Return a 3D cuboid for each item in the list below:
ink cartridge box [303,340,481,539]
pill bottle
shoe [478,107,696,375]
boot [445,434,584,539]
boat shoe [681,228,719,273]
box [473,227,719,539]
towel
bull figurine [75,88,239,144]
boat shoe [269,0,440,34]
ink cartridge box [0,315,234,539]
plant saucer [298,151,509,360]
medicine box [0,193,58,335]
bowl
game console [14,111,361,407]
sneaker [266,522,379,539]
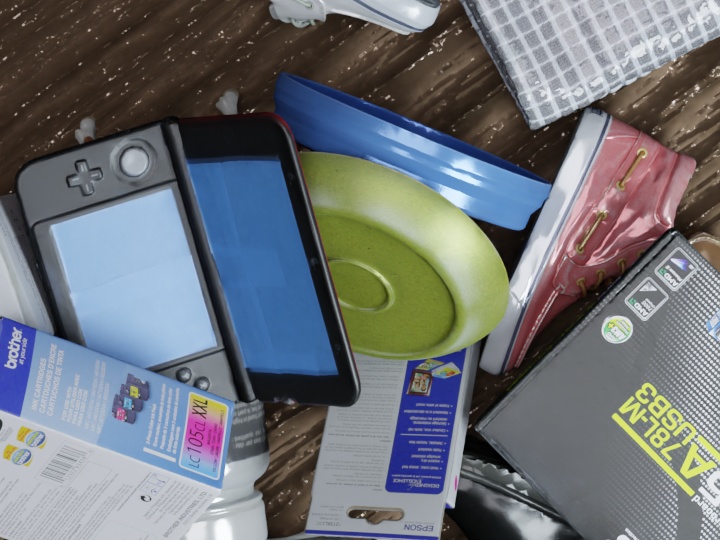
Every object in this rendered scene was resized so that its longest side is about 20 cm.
[{"bbox_3d":[0.025,0.107,1.691,0.094,0.037,0.201,2,50,13],"label":"ink cartridge box"},{"bbox_3d":[-0.124,0.096,1.727,0.112,0.113,0.201,-8,93,4],"label":"pill bottle"},{"bbox_3d":[0.159,-0.006,1.723,0.091,0.071,0.201,24,95,1],"label":"shoe"},{"bbox_3d":[0.086,0.212,1.738,0.210,0.079,0.158,25,95,1],"label":"boot"},{"bbox_3d":[0.213,0.071,1.723,0.075,0.074,0.201,22,95,2],"label":"boat shoe"},{"bbox_3d":[0.212,0.107,1.666,0.193,0.048,0.200,-44,90,6],"label":"box"},{"bbox_3d":[0.144,-0.219,1.704,0.165,0.086,0.201,-28,91,4],"label":"towel"},{"bbox_3d":[-0.105,-0.060,1.712,0.122,0.199,0.065,55,139,32],"label":"bull figurine"},{"bbox_3d":[-0.041,-0.206,1.732,0.199,0.074,0.067,29,110,11],"label":"boat shoe"},{"bbox_3d":[-0.200,0.113,1.583,0.199,0.077,0.137,21,137,-20],"label":"ink cartridge box"},{"bbox_3d":[0.000,0.000,1.631,0.199,0.200,0.031,24,56,2],"label":"plant saucer"},{"bbox_3d":[-0.299,0.027,1.690,0.181,0.200,0.103,-22,92,5],"label":"medicine box"},{"bbox_3d":[0.031,-0.079,1.661,0.200,0.201,0.040,23,95,2],"label":"bowl"},{"bbox_3d":[-0.114,0.009,1.595,0.172,0.119,0.201,-18,104,-10],"label":"game console"},{"bbox_3d":[-0.073,0.224,1.750,0.199,0.079,0.074,-15,95,6],"label":"sneaker"}]
